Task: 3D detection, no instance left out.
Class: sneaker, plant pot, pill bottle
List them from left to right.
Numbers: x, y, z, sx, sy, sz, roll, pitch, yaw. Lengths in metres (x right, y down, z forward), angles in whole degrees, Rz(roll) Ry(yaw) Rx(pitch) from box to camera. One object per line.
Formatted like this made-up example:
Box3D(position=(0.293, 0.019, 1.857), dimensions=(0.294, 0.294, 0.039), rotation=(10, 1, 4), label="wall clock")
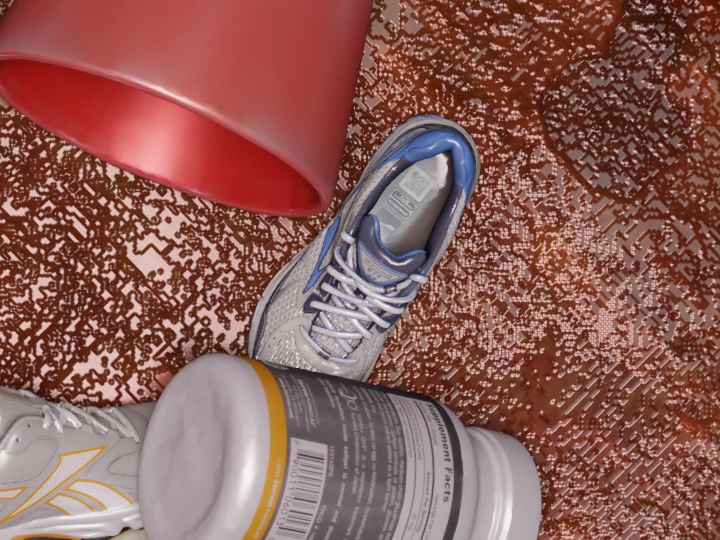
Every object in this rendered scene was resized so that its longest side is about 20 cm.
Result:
Box3D(position=(-0.165, 0.096, 1.390), dimensions=(0.199, 0.076, 0.092), rotation=(-20, 121, -25), label="sneaker")
Box3D(position=(-0.078, -0.148, 1.383), dimensions=(0.200, 0.200, 0.178), rotation=(22, 77, -7), label="plant pot")
Box3D(position=(-0.009, 0.117, 1.391), dimensions=(0.199, 0.116, 0.117), rotation=(14, 88, -33), label="pill bottle")
Box3D(position=(0.000, 0.000, 1.434), dimensions=(0.077, 0.085, 0.201), rotation=(29, 87, -6), label="sneaker")

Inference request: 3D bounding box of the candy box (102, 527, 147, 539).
Box3D(position=(-0.106, 0.240, 1.418), dimensions=(0.026, 0.102, 0.201), rotation=(-17, 92, 34), label="candy box")
